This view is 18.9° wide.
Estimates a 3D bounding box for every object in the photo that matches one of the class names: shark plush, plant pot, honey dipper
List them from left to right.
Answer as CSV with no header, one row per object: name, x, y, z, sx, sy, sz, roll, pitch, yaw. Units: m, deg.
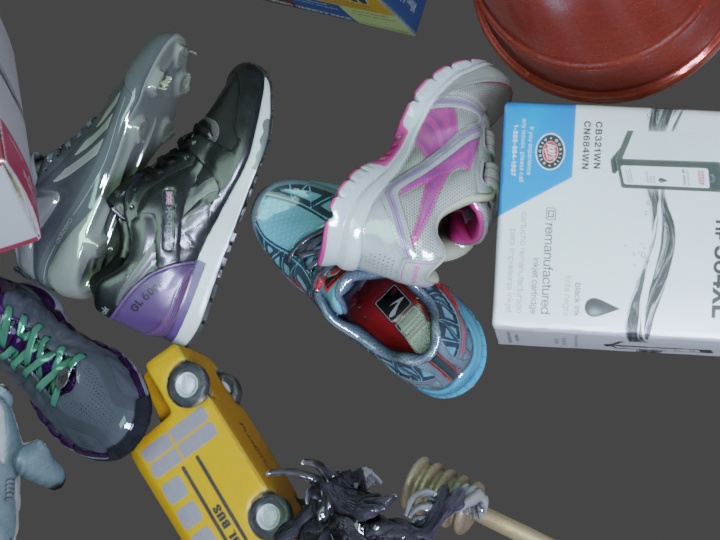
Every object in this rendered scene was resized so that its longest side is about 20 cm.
shark plush,-0.262,0.109,1.469,0.090,0.083,0.201,3,120,12
honey dipper,0.120,0.175,1.391,0.199,0.038,0.038,23,87,19
plant pot,0.139,-0.229,1.376,0.199,0.195,0.203,-4,78,19

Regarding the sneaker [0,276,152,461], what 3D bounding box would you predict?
sneaker,-0.221,0.062,1.469,0.200,0.087,0.075,35,95,45

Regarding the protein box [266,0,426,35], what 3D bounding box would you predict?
protein box,-0.021,-0.291,1.441,0.134,0.198,0.202,16,85,21

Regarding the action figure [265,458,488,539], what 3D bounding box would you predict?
action figure,0.022,0.185,1.367,0.118,0.102,0.201,-23,105,38

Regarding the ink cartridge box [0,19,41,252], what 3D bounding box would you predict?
ink cartridge box,-0.309,-0.095,1.512,0.145,0.083,0.201,-18,46,2

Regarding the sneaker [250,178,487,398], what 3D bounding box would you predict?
sneaker,0.000,0.000,1.432,0.200,0.095,0.080,39,94,21

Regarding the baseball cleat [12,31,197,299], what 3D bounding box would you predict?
baseball cleat,-0.193,-0.084,1.530,0.106,0.070,0.201,21,86,21

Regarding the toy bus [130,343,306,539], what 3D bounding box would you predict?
toy bus,-0.088,0.149,1.451,0.078,0.065,0.201,-38,71,10

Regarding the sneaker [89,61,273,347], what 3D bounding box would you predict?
sneaker,-0.123,-0.055,1.478,0.087,0.076,0.202,20,85,-15

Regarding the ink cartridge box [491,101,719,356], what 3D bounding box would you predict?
ink cartridge box,0.186,-0.024,1.358,0.198,0.084,0.147,2,81,7

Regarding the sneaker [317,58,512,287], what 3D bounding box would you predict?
sneaker,0.054,-0.056,1.406,0.088,0.082,0.200,29,55,12
